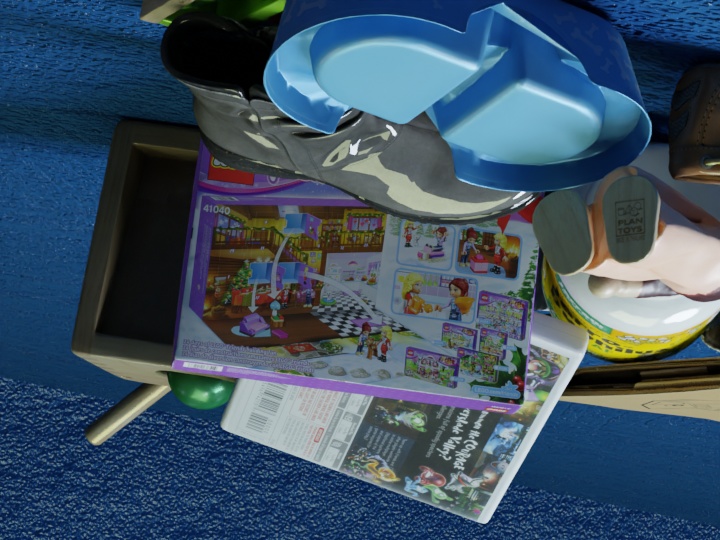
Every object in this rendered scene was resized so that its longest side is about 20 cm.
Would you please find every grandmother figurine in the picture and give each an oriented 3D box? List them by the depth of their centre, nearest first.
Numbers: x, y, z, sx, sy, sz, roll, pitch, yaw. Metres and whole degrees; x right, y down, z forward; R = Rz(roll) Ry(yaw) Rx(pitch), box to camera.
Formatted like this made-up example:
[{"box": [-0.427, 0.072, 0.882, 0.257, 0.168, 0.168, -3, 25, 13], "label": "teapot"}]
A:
[{"box": [0.178, -0.008, 1.387, 0.121, 0.061, 0.200, -1, 171, 35], "label": "grandmother figurine"}]

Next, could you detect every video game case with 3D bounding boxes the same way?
[{"box": [0.022, 0.067, 1.630, 0.181, 0.023, 0.200, 20, 141, -3], "label": "video game case"}]

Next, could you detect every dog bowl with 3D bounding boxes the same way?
[{"box": [0.048, -0.098, 1.291, 0.200, 0.050, 0.111, 18, 148, -29], "label": "dog bowl"}]

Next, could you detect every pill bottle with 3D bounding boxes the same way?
[{"box": [0.165, -0.012, 1.563, 0.112, 0.113, 0.200, 10, 171, 2], "label": "pill bottle"}]

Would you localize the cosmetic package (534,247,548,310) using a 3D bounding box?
[{"box": [0.063, -0.011, 1.686, 0.101, 0.074, 0.200, 3, 178, 14], "label": "cosmetic package"}]

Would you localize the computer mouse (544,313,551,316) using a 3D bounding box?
[{"box": [0.177, 0.011, 1.712, 0.200, 0.034, 0.059, -18, -170, -6], "label": "computer mouse"}]

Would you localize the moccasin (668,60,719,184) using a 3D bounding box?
[{"box": [0.250, -0.047, 1.365, 0.201, 0.078, 0.074, 14, 168, -21], "label": "moccasin"}]

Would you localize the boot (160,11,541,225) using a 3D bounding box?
[{"box": [0.001, -0.078, 1.381, 0.199, 0.070, 0.132, 5, 166, 6], "label": "boot"}]

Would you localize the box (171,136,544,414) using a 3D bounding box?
[{"box": [0.000, 0.000, 1.524, 0.199, 0.137, 0.039, 8, 168, -6], "label": "box"}]

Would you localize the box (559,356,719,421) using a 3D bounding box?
[{"box": [0.228, 0.075, 1.679, 0.163, 0.021, 0.200, -7, 170, 44], "label": "box"}]

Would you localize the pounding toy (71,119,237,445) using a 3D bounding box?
[{"box": [-0.099, 0.020, 1.777, 0.184, 0.200, 0.142, 8, 171, 16], "label": "pounding toy"}]

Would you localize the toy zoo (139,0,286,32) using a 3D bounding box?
[{"box": [0.001, -0.122, 1.371, 0.200, 0.021, 0.131, 14, 170, -20], "label": "toy zoo"}]

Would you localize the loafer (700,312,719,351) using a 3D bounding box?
[{"box": [0.282, 0.040, 1.739, 0.076, 0.068, 0.200, 28, 179, -19], "label": "loafer"}]
